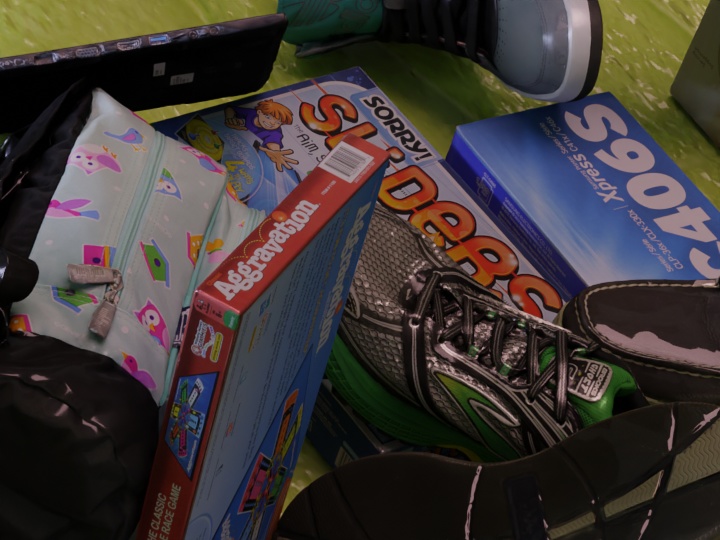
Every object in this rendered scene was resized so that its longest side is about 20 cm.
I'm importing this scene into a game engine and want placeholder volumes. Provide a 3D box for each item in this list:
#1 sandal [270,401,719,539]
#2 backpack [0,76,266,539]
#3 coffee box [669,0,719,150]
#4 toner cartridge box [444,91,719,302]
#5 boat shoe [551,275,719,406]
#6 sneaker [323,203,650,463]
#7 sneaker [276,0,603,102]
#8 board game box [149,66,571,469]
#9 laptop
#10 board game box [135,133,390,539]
[{"bbox_3d":[0.057,0.103,0.844,0.201,0.057,0.080,-13,57,21],"label":"sandal"},{"bbox_3d":[-0.111,0.029,0.855,0.127,0.167,0.200,38,37,-16],"label":"backpack"},{"bbox_3d":[0.250,-0.069,1.109,0.080,0.114,0.200,-13,52,-31],"label":"coffee box"},{"bbox_3d":[0.127,0.006,1.036,0.095,0.043,0.200,-16,53,-32],"label":"toner cartridge box"},{"bbox_3d":[0.179,0.025,0.952,0.200,0.066,0.072,9,43,-11],"label":"boat shoe"},{"bbox_3d":[0.059,0.038,0.895,0.200,0.085,0.078,39,55,-9],"label":"sneaker"},{"bbox_3d":[0.022,-0.130,1.090,0.121,0.084,0.200,-5,23,-23],"label":"sneaker"},{"bbox_3d":[0.000,0.000,1.000,0.135,0.034,0.200,-19,54,-35],"label":"board game box"},{"bbox_3d":[-0.140,-0.117,0.950,0.200,0.177,0.103,-10,88,-5],"label":"laptop"},{"bbox_3d":[-0.042,0.055,0.801,0.019,0.200,0.103,29,42,13],"label":"board game box"}]
